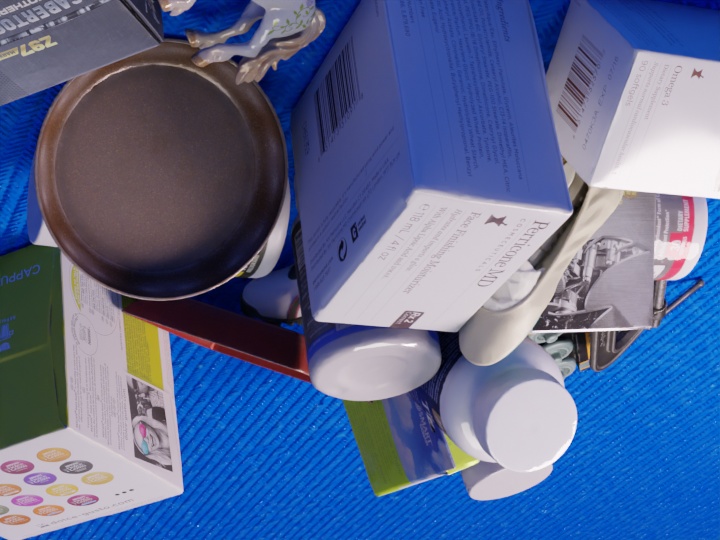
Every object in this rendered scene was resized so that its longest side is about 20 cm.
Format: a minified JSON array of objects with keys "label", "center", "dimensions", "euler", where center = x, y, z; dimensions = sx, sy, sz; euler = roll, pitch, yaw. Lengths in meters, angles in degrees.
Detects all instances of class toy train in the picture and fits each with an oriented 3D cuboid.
[{"label":"toy train","center":[0.222,0.048,1.577],"dimensions":[0.114,0.085,0.200],"euler":[-20,151,2]}]

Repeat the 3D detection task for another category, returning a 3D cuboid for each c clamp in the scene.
[{"label":"c clamp","center":[0.286,0.024,1.524],"dimensions":[0.171,0.027,0.200],"euler":[-44,155,-10]}]

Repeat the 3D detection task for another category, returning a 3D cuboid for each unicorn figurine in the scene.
[{"label":"unicorn figurine","center":[-0.073,-0.207,1.048],"dimensions":[0.137,0.074,0.200],"euler":[-22,164,4]}]

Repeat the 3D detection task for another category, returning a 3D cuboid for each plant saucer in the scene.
[{"label":"plant saucer","center":[-0.154,-0.078,1.164],"dimensions":[0.199,0.201,0.032],"euler":[4,-173,-22]},{"label":"plant saucer","center":[-0.101,0.070,1.461],"dimensions":[0.199,0.037,0.200],"euler":[17,173,23]}]

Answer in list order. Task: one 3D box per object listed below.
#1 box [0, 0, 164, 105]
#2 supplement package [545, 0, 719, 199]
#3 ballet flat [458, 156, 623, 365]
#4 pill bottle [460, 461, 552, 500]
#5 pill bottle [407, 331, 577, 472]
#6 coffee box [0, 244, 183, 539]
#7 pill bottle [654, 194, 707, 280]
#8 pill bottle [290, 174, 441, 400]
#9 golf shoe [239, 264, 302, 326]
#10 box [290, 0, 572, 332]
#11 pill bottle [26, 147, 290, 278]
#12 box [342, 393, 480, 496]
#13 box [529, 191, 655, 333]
[{"label":"box","center":[-0.260,-0.183,1.047],"dimensions":[0.199,0.051,0.158],"euler":[-17,152,15]},{"label":"supplement package","center":[0.257,-0.133,1.174],"dimensions":[0.199,0.117,0.117],"euler":[3,120,-22]},{"label":"ballet flat","center":[0.135,-0.018,1.198],"dimensions":[0.069,0.200,0.069],"euler":[34,170,7]},{"label":"pill bottle","center":[0.123,0.125,1.544],"dimensions":[0.119,0.201,0.120],"euler":[-15,153,-8]},{"label":"pill bottle","center":[0.109,0.099,1.306],"dimensions":[0.111,0.200,0.111],"euler":[-5,107,-16]},{"label":"coffee box","center":[-0.308,0.117,1.424],"dimensions":[0.199,0.201,0.198],"euler":[-19,149,18]},{"label":"pill bottle","center":[0.201,-0.048,1.358],"dimensions":[0.199,0.111,0.111],"euler":[1,150,-17]},{"label":"pill bottle","center":[0.000,0.000,1.297],"dimensions":[0.113,0.201,0.114],"euler":[-6,151,-4]},{"label":"golf shoe","center":[-0.029,-0.004,1.438],"dimensions":[0.199,0.077,0.088],"euler":[-10,121,20]},{"label":"box","center":[0.046,-0.086,1.152],"dimensions":[0.130,0.201,0.199],"euler":[5,149,-23]},{"label":"pill bottle","center":[-0.167,-0.056,1.240],"dimensions":[0.199,0.113,0.112],"euler":[4,149,-22]},{"label":"box","center":[0.050,0.151,1.502],"dimensions":[0.048,0.122,0.200],"euler":[-16,172,-26]},{"label":"box","center":[0.167,-0.049,1.265],"dimensions":[0.158,0.201,0.048],"euler":[0,-174,-13]}]
